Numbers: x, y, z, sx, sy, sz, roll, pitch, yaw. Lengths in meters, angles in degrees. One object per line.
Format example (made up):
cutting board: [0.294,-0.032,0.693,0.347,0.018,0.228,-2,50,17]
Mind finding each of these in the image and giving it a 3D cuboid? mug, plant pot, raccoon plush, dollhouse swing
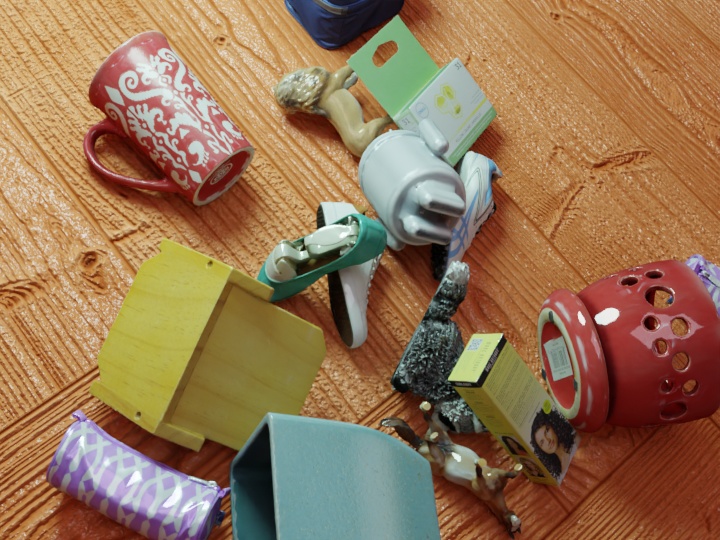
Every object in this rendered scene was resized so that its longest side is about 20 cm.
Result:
mug: [-0.254,-0.180,1.325,0.200,0.178,0.133,46,28,8]
plant pot: [0.328,0.103,1.245,0.179,0.201,0.203,-13,67,-9]
raccoon plush: [0.124,0.108,1.215,0.133,0.202,0.097,27,29,3]
dollhouse swing: [-0.174,0.101,1.194,0.180,0.175,0.202,21,84,37]
plant pot: [-0.023,0.278,1.093,0.197,0.197,0.199,2,63,-21]

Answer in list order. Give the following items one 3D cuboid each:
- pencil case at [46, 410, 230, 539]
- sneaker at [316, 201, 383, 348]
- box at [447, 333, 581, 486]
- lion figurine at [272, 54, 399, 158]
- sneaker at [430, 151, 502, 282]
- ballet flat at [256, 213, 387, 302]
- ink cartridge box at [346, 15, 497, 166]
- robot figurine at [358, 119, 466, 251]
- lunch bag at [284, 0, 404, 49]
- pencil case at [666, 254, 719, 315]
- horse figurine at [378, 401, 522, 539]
pencil case: [-0.246,0.239,1.109,0.198,0.084,0.087,25,96,0]
sneaker: [0.000,0.000,1.295,0.083,0.073,0.203,-3,67,-18]
box: [0.188,0.168,1.202,0.200,0.050,0.076,49,59,-27]
lion figurine: [-0.021,-0.218,1.401,0.122,0.073,0.200,-40,80,-22]
sneaker: [0.146,-0.070,1.363,0.072,0.072,0.202,24,65,-8]
ballet flat: [-0.064,-0.022,1.237,0.198,0.070,0.068,-22,55,21]
ink cartridge box: [0.090,-0.254,1.401,0.201,0.048,0.146,52,51,-12]
robot figurine: [0.065,-0.110,1.312,0.112,0.171,0.201,16,24,-30]
lunch bag: [-0.008,-0.444,1.480,0.199,0.133,0.136,-37,76,-24]
pencil case: [0.522,0.049,1.370,0.198,0.086,0.085,25,60,1]
horse figurine: [0.117,0.227,1.191,0.198,0.133,0.050,30,64,19]
